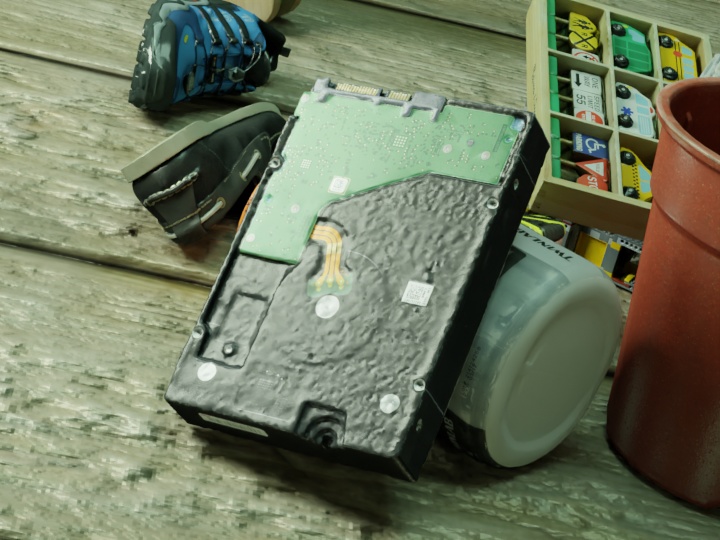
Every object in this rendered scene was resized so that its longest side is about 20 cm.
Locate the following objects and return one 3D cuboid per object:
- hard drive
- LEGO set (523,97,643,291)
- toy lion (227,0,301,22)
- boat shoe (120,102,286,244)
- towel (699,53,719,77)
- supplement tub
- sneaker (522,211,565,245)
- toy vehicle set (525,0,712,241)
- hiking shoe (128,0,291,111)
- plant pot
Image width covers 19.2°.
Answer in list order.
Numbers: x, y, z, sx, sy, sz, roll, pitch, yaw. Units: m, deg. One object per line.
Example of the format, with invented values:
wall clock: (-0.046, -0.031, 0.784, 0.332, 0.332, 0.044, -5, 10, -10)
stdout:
hard drive: (0.000, 0.000, 1.090, 0.140, 0.200, 0.038, 11, -23, 27)
LEGO set: (0.190, -0.064, 1.442, 0.200, 0.116, 0.154, 30, 28, 31)
toy lion: (-0.112, -0.307, 1.730, 0.192, 0.200, 0.069, 39, 29, 7)
boat shoe: (-0.089, -0.061, 1.360, 0.068, 0.072, 0.200, 54, 20, 0)
towel: (0.265, -0.045, 1.371, 0.024, 0.200, 0.147, -19, 8, 20)
supplement tub: (0.033, 0.013, 1.166, 0.200, 0.123, 0.122, 32, 28, 32)
sneaker: (0.072, -0.003, 1.301, 0.075, 0.077, 0.200, 6, 5, -5)
toy vehicle set: (0.169, -0.097, 1.359, 0.124, 0.027, 0.200, 14, 42, -10)
hiking shoe: (-0.108, -0.159, 1.534, 0.087, 0.075, 0.200, 16, 23, 5)
plant pot: (0.231, 0.022, 1.173, 0.200, 0.196, 0.201, 13, 23, -6)
